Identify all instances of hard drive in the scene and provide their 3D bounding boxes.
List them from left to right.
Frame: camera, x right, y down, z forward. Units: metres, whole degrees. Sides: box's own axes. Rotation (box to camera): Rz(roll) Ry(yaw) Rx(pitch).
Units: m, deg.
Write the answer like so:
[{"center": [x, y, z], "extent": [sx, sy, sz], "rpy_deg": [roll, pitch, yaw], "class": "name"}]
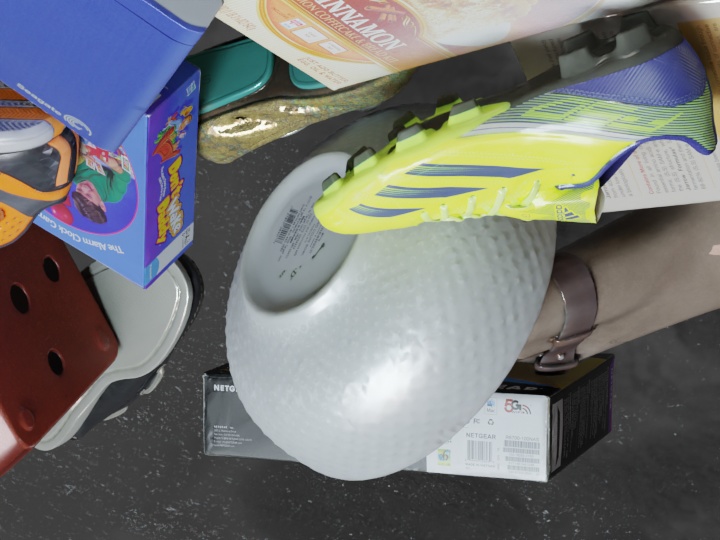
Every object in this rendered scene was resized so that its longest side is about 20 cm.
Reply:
[{"center": [-0.143, -0.123, 1.144], "extent": [0.132, 0.025, 0.200], "rpy_deg": [35, 161, -7], "class": "hard drive"}]

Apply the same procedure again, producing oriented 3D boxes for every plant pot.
[{"center": [-0.260, 0.042, 1.425], "extent": [0.176, 0.200, 0.201], "rpy_deg": [-22, 104, 26], "class": "plant pot"}]

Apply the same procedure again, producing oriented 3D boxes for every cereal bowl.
[{"center": [0.000, 0.000, 1.271], "extent": [0.200, 0.201, 0.083], "rpy_deg": [-24, 138, 39], "class": "cereal bowl"}]

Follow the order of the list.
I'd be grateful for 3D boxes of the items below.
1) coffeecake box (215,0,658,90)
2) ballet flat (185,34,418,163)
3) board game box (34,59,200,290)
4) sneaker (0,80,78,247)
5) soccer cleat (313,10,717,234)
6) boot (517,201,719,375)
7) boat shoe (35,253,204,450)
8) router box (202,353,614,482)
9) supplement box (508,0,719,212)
[{"center": [0.038, -0.158, 1.125], "extent": [0.199, 0.073, 0.153], "rpy_deg": [-14, 161, 24], "class": "coffeecake box"}, {"center": [-0.025, -0.101, 1.305], "extent": [0.199, 0.071, 0.071], "rpy_deg": [-16, 128, 35], "class": "ballet flat"}, {"center": [-0.179, -0.093, 1.336], "extent": [0.199, 0.045, 0.135], "rpy_deg": [30, 142, 19], "class": "board game box"}, {"center": [-0.244, -0.053, 1.284], "extent": [0.199, 0.078, 0.112], "rpy_deg": [6, 141, 2], "class": "sneaker"}, {"center": [0.071, -0.049, 1.170], "extent": [0.199, 0.065, 0.084], "rpy_deg": [-23, 102, 19], "class": "soccer cleat"}, {"center": [0.139, -0.001, 1.282], "extent": [0.200, 0.146, 0.071], "rpy_deg": [-46, 63, 53], "class": "boot"}, {"center": [-0.143, 0.042, 1.504], "extent": [0.074, 0.060, 0.200], "rpy_deg": [53, 135, 13], "class": "boat shoe"}, {"center": [0.029, 0.075, 1.405], "extent": [0.199, 0.149, 0.051], "rpy_deg": [3, 98, 19], "class": "router box"}, {"center": [0.185, -0.104, 1.203], "extent": [0.199, 0.074, 0.126], "rpy_deg": [-5, 133, 26], "class": "supplement box"}]
